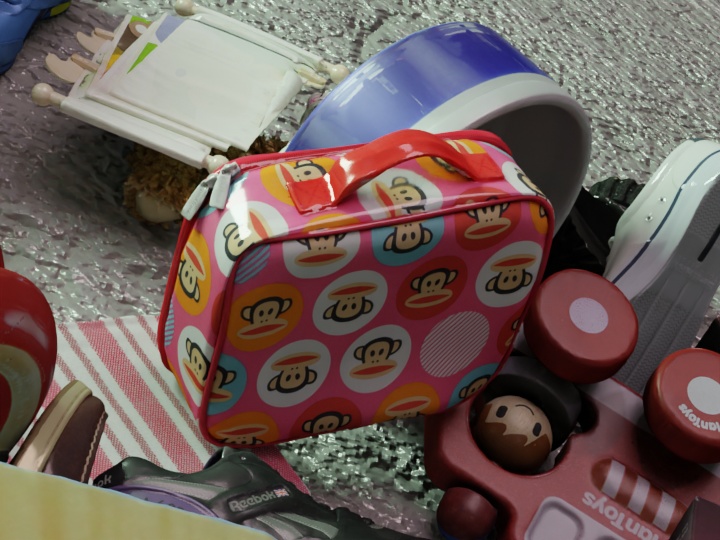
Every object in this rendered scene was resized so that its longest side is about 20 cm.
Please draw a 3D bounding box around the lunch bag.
[{"bbox_3d":[0.000,0.000,1.119,0.199,0.177,0.082,-8,45,-27],"label":"lunch bag"}]

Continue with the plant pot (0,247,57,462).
[{"bbox_3d":[-0.249,0.016,0.948,0.200,0.201,0.183,-8,51,-47],"label":"plant pot"}]

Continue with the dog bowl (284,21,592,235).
[{"bbox_3d":[0.040,-0.047,1.283,0.199,0.201,0.079,-9,46,-47],"label":"dog bowl"}]

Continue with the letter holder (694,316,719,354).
[{"bbox_3d":[0.278,0.142,1.296,0.141,0.101,0.201,16,32,-25],"label":"letter holder"}]

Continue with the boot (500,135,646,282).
[{"bbox_3d":[0.148,-0.038,1.454,0.211,0.079,0.158,50,34,-9],"label":"boot"}]

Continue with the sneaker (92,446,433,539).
[{"bbox_3d":[-0.039,0.125,1.052,0.199,0.076,0.088,7,55,-34],"label":"sneaker"}]

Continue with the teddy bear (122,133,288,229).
[{"bbox_3d":[-0.104,-0.087,1.359,0.144,0.067,0.200,27,30,-8],"label":"teddy bear"}]

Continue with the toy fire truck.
[{"bbox_3d":[0.122,0.110,1.220,0.199,0.112,0.168,32,51,2],"label":"toy fire truck"}]

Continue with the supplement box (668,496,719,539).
[{"bbox_3d":[0.192,0.218,1.059,0.110,0.086,0.200,23,31,-2],"label":"supplement box"}]

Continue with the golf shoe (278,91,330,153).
[{"bbox_3d":[-0.018,-0.071,1.376,0.092,0.073,0.200,50,18,13],"label":"golf shoe"}]

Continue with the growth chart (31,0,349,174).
[{"bbox_3d":[-0.105,-0.120,1.324,0.144,0.018,0.200,26,32,11],"label":"growth chart"}]

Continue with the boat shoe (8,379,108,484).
[{"bbox_3d":[-0.143,0.138,0.959,0.072,0.072,0.201,29,41,-10],"label":"boat shoe"}]

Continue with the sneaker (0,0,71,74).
[{"bbox_3d":[-0.229,-0.192,1.408,0.066,0.079,0.200,30,31,0],"label":"sneaker"}]

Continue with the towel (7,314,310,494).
[{"bbox_3d":[-0.133,0.088,1.106,0.199,0.030,0.147,-6,46,-44],"label":"towel"}]

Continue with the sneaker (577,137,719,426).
[{"bbox_3d":[0.181,0.007,1.345,0.073,0.200,0.071,34,4,-28],"label":"sneaker"}]

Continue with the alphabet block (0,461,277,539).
[{"bbox_3d":[-0.136,0.203,0.754,0.195,0.196,0.201,15,33,-18],"label":"alphabet block"}]
